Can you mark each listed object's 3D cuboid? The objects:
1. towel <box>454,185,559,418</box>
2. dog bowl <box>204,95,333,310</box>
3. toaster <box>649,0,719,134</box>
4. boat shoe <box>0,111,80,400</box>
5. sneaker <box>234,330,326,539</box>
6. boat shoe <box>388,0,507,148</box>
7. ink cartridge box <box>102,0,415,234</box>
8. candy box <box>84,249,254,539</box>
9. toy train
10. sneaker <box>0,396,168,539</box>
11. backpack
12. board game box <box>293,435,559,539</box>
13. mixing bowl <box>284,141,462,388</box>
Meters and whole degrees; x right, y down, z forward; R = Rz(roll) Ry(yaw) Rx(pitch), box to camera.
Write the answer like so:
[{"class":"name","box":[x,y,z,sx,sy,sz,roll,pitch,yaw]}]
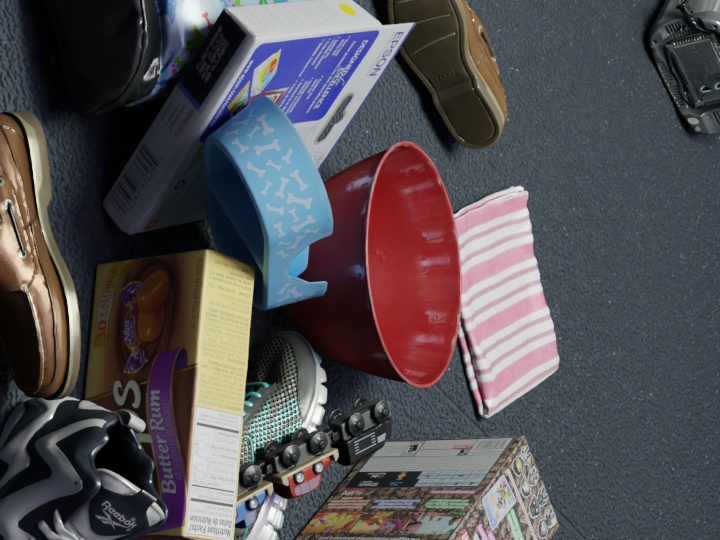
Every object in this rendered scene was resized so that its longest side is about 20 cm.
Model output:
[{"class":"towel","box":[0.139,0.030,1.631,0.146,0.030,0.201,-27,106,-50]},{"class":"dog bowl","box":[-0.071,-0.041,1.206,0.049,0.200,0.112,-27,68,-16]},{"class":"toaster","box":[0.421,-0.272,1.976,0.200,0.113,0.130,55,42,-29]},{"class":"boat shoe","box":[-0.243,-0.008,1.116,0.068,0.072,0.202,-7,81,-48]},{"class":"sneaker","box":[-0.089,0.127,1.288,0.091,0.077,0.201,40,53,-37]},{"class":"boat shoe","box":[0.082,-0.214,1.560,0.201,0.071,0.068,67,29,-29]},{"class":"ink cartridge box","box":[-0.075,-0.120,1.257,0.047,0.198,0.200,46,32,17]},{"class":"candy box","box":[-0.141,0.093,1.188,0.056,0.116,0.202,20,70,-49]},{"class":"toy train","box":[-0.050,0.149,1.260,0.199,0.034,0.046,-23,110,-39]},{"class":"sneaker","box":[-0.193,0.177,1.097,0.079,0.129,0.200,42,54,-39]},{"class":"backpack","box":[-0.131,-0.206,1.242,0.200,0.153,0.164,-9,85,-65]},{"class":"board game box","box":[0.044,0.234,1.372,0.200,0.159,0.097,-45,120,-44]},{"class":"mixing bowl","box":[0.000,0.000,1.376,0.200,0.108,0.202,22,65,-62]}]
